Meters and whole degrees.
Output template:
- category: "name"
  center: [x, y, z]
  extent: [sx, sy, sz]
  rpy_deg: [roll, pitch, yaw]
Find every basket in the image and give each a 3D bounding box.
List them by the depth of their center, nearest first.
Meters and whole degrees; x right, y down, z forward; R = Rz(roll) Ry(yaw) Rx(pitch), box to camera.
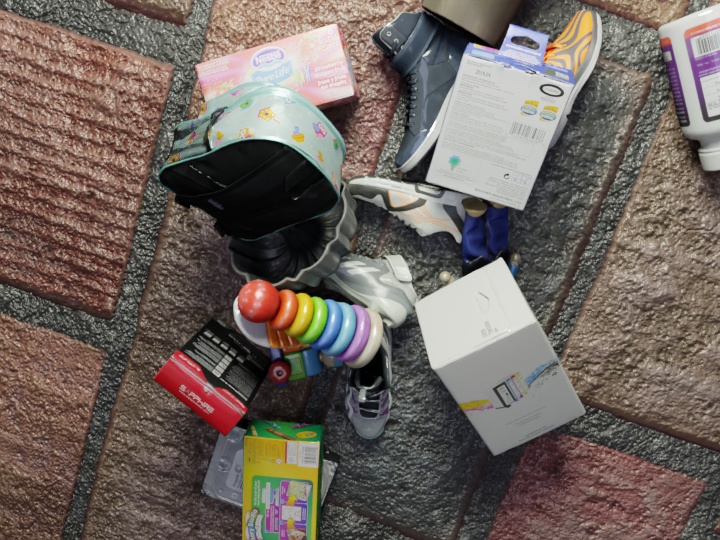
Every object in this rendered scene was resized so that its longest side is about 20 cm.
- category: "basket"
  center: [0.172, -0.400, 0.777]
  extent: [0.136, 0.180, 0.201]
  rpy_deg: [37, 110, 22]

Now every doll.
- category: "doll"
  center: [0.176, -0.009, 0.895]
  extent: [0.136, 0.048, 0.201]
  rpy_deg: [-19, 122, -16]

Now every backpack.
- category: "backpack"
  center: [-0.118, -0.138, 0.766]
  extent: [0.199, 0.154, 0.176]
  rpy_deg: [-7, 145, 36]

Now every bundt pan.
- category: "bundt pan"
  center: [-0.088, -0.060, 0.874]
  extent: [0.201, 0.076, 0.203]
  rpy_deg: [-12, 65, 26]

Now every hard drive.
- category: "hard drive"
  center: [-0.149, 0.335, 1.021]
  extent: [0.199, 0.038, 0.140]
  rpy_deg: [21, 103, 0]

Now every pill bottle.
- category: "pill bottle"
  center: [0.470, -0.239, 0.810]
  extent: [0.111, 0.111, 0.201]
  rpy_deg: [-18, 101, 8]

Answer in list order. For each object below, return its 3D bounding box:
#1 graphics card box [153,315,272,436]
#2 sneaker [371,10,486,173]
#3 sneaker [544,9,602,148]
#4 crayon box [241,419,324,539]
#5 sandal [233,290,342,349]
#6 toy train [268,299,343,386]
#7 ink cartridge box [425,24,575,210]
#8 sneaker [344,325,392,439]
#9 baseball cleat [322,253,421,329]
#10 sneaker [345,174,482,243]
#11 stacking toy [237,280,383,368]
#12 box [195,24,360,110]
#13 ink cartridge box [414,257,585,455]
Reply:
- category: "graphics card box"
  center: [-0.205, 0.144, 0.900]
  extent: [0.125, 0.200, 0.051]
  rpy_deg: [39, 102, -6]
- category: "sneaker"
  center: [0.062, -0.251, 0.849]
  extent: [0.146, 0.077, 0.203]
  rpy_deg: [28, 93, -13]
- category: "sneaker"
  center: [0.237, -0.267, 0.820]
  extent: [0.111, 0.078, 0.201]
  rpy_deg: [23, 89, -12]
- category: "crayon box"
  center: [-0.121, 0.341, 0.971]
  extent: [0.118, 0.058, 0.201]
  rpy_deg: [4, 102, 4]
- category: "sandal"
  center: [-0.097, 0.077, 0.878]
  extent: [0.059, 0.206, 0.080]
  rpy_deg: [-17, 69, 46]
- category: "toy train"
  center: [-0.096, 0.066, 0.940]
  extent: [0.115, 0.085, 0.201]
  rpy_deg: [-11, 101, -4]
- category: "ink cartridge box"
  center: [0.176, -0.193, 0.771]
  extent: [0.136, 0.076, 0.201]
  rpy_deg: [17, 124, 4]
- category: "sneaker"
  center: [0.009, 0.178, 0.920]
  extent: [0.077, 0.140, 0.201]
  rpy_deg: [-1, 102, 4]
- category: "baseball cleat"
  center: [0.000, 0.000, 0.929]
  extent: [0.200, 0.070, 0.107]
  rpy_deg: [39, 69, 8]
- category: "sneaker"
  center: [0.071, -0.090, 0.893]
  extent: [0.199, 0.074, 0.081]
  rpy_deg: [13, 105, 2]
- category: "stacking toy"
  center: [-0.069, 0.061, 0.818]
  extent: [0.199, 0.085, 0.086]
  rpy_deg: [25, 105, -29]
- category: "box"
  center: [-0.109, -0.259, 0.855]
  extent: [0.199, 0.103, 0.095]
  rpy_deg: [-13, 101, 8]
- category: "ink cartridge box"
  center: [0.189, 0.119, 0.858]
  extent: [0.144, 0.148, 0.200]
  rpy_deg: [-28, 122, 11]
